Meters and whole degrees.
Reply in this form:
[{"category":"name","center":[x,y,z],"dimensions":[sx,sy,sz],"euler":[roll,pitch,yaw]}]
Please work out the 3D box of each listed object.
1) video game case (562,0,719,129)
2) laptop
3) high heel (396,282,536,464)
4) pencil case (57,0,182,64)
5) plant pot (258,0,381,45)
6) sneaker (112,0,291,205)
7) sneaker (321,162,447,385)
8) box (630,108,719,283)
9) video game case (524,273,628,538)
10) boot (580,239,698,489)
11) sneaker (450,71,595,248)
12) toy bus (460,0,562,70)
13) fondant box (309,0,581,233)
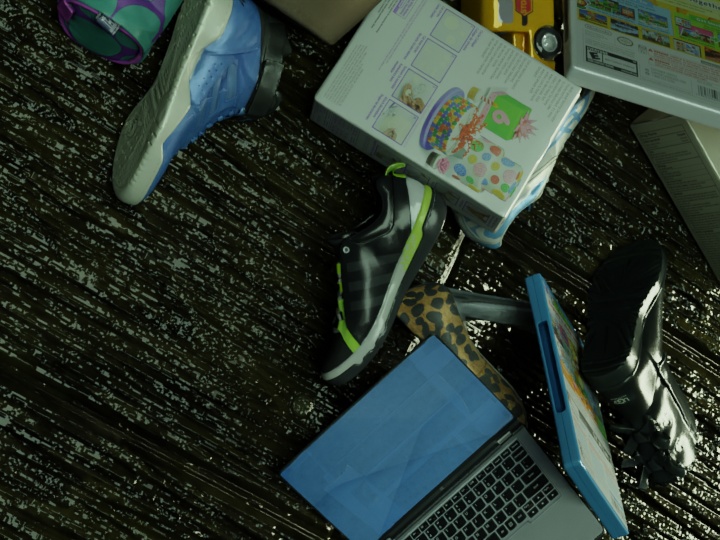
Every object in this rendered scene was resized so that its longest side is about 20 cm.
[{"category":"video game case","center":[0.282,-0.211,1.629],"dimensions":[0.198,0.023,0.183],"euler":[15,45,-10]},{"category":"laptop","center":[0.070,0.201,1.510],"dimensions":[0.187,0.200,0.116],"euler":[-42,150,7]},{"category":"high heel","center":[0.081,0.115,1.589],"dimensions":[0.141,0.071,0.202],"euler":[8,86,-14]},{"category":"pencil case","center":[-0.174,-0.276,1.466],"dimensions":[0.092,0.085,0.201],"euler":[36,74,-27]},{"category":"plant pot","center":[-0.022,-0.293,1.495],"dimensions":[0.199,0.200,0.176],"euler":[32,94,-20]},{"category":"sneaker","center":[-0.127,-0.135,1.487],"dimensions":[0.111,0.077,0.202],"euler":[25,88,-32]},{"category":"sneaker","center":[0.000,0.000,1.535],"dimensions":[0.082,0.072,0.201],"euler":[27,94,-12]},{"category":"box","center":[0.358,-0.083,1.699],"dimensions":[0.078,0.095,0.201],"euler":[-37,104,-22]},{"category":"video game case","center":[0.192,0.120,1.559],"dimensions":[0.143,0.018,0.201],"euler":[53,23,-48]},{"category":"boot","center":[0.275,0.092,1.661],"dimensions":[0.163,0.073,0.199],"euler":[55,38,-32]},{"category":"sneaker","center":[0.154,-0.106,1.627],"dimensions":[0.200,0.072,0.073],"euler":[-51,133,-20]},{"category":"toy bus","center":[0.136,-0.275,1.618],"dimensions":[0.078,0.065,0.202],"euler":[-1,89,-24]},{"category":"fondant box","center":[0.075,-0.148,1.552],"dimensions":[0.199,0.058,0.145],"euler":[32,74,3]}]
